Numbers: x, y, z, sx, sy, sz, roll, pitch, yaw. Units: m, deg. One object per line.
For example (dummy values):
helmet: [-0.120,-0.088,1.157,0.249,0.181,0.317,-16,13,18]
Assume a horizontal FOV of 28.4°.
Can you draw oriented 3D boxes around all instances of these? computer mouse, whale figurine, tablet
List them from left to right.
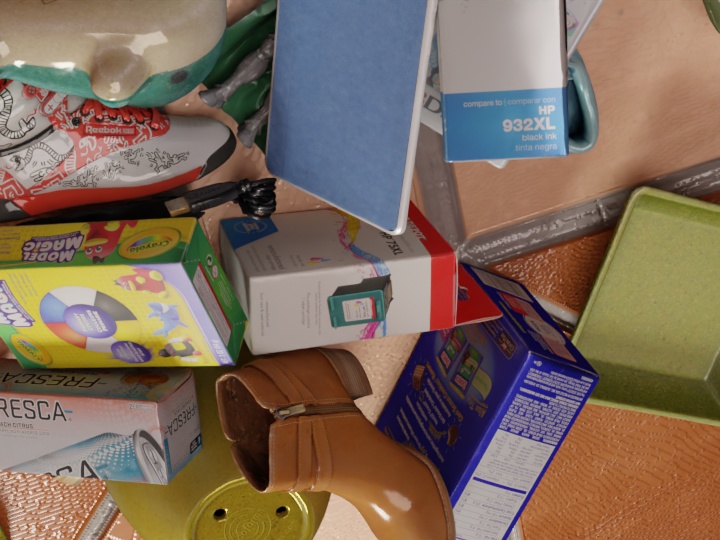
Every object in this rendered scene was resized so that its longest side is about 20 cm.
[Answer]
whale figurine: [-0.188,-0.155,0.958,0.200,0.159,0.104,-19,145,-20]
computer mouse: [-0.151,-0.029,1.025,0.200,0.140,0.046,-11,93,-12]
tablet: [-0.008,-0.133,0.952,0.014,0.130,0.200,-28,135,-44]

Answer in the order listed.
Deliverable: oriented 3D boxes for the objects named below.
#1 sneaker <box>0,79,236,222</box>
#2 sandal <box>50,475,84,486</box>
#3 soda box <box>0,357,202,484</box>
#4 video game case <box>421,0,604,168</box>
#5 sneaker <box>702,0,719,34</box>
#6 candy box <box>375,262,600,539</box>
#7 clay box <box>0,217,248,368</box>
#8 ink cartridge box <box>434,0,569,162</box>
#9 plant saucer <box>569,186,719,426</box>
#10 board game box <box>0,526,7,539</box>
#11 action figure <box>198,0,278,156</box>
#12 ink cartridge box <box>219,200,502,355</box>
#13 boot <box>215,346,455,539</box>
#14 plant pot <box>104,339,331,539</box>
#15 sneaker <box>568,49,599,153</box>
sneaker: [-0.193,-0.107,1.018,0.201,0.067,0.108,-14,120,-8]
sandal: [-0.207,0.074,1.096,0.070,0.078,0.212,23,112,-24]
soda box: [-0.221,0.109,1.055,0.200,0.064,0.069,1,110,20]
video game case: [0.077,-0.204,1.036,0.182,0.024,0.200,31,104,2]
sneaker: [0.244,-0.262,1.088,0.090,0.067,0.200,-18,119,0]
candy box: [0.090,0.121,1.157,0.077,0.169,0.200,21,107,-23]
clay box: [-0.193,0.019,1.009,0.200,0.048,0.115,-3,138,18]
ink cartridge box: [0.095,-0.182,0.951,0.084,0.145,0.200,-2,102,9]
plant saucer: [0.276,0.028,1.241,0.199,0.048,0.200,12,111,-22]
board game box: [-0.373,0.176,1.119,0.134,0.029,0.200,-20,119,-6]
action figure: [-0.026,-0.175,1.019,0.200,0.055,0.118,-43,98,12]
ink cartridge box: [0.000,0.000,1.102,0.200,0.116,0.067,-8,116,-15]
boot: [-0.022,0.148,1.047,0.074,0.200,0.155,-41,163,25]
plant pot: [-0.101,0.167,1.135,0.200,0.142,0.200,-7,116,-15]
sneaker: [0.131,-0.172,1.080,0.074,0.082,0.200,-38,118,1]
